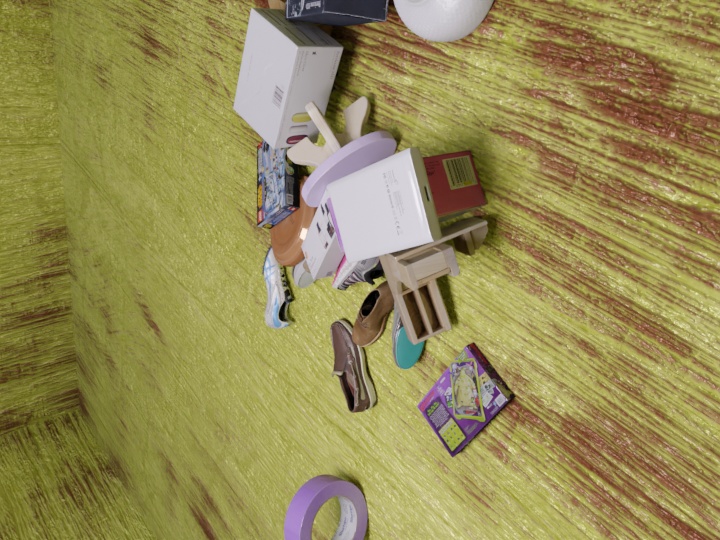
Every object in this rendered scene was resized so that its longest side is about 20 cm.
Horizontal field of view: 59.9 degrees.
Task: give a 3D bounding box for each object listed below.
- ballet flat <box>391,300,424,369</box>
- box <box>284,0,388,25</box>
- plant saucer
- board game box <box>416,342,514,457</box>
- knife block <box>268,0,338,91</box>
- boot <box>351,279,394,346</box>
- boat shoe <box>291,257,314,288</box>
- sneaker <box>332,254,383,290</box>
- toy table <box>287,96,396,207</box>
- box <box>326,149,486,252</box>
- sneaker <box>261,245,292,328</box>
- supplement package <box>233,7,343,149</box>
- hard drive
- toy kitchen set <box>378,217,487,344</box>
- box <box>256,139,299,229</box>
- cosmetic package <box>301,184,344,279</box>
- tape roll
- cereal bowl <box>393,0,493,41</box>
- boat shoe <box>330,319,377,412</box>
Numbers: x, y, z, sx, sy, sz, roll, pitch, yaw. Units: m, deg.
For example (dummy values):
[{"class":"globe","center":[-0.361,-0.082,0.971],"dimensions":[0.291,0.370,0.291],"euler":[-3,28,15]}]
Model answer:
[{"class":"ballet flat","center":[0.091,0.088,1.195],"dimensions":[0.064,0.066,0.204],"euler":[-124,35,-64]},{"class":"box","center":[-0.039,-0.524,1.047],"dimensions":[0.200,0.122,0.201],"euler":[-146,56,-60]},{"class":"plant saucer","center":[-0.150,-0.111,1.377],"dimensions":[0.199,0.032,0.205],"euler":[-24,61,52]},{"class":"board game box","center":[0.187,0.240,1.142],"dimensions":[0.121,0.032,0.201],"euler":[50,135,22]},{"class":"knife block","center":[-0.121,-0.439,1.270],"dimensions":[0.200,0.063,0.178],"euler":[42,130,34]},{"class":"boot","center":[0.015,0.091,1.267],"dimensions":[0.074,0.075,0.201],"euler":[52,137,22]},{"class":"boat shoe","center":[-0.092,-0.019,1.361],"dimensions":[0.069,0.074,0.201],"euler":[59,138,26]},{"class":"sneaker","center":[0.000,0.000,1.253],"dimensions":[0.200,0.086,0.075],"euler":[124,166,-64]},{"class":"toy table","center":[-0.042,-0.225,1.166],"dimensions":[0.118,0.197,0.184],"euler":[60,178,21]},{"class":"box","center":[0.074,-0.115,1.048],"dimensions":[0.199,0.174,0.099],"euler":[-20,87,51]},{"class":"sneaker","center":[-0.198,0.040,1.527],"dimensions":[0.071,0.072,0.205],"euler":[0,97,15]},{"class":"supplement package","center":[-0.141,-0.362,1.183],"dimensions":[0.156,0.110,0.202],"euler":[45,133,29]},{"class":"hard drive","center":[0.031,-0.092,0.946],"dimensions":[0.198,0.026,0.135],"euler":[-13,92,51]},{"class":"toy kitchen set","center":[0.148,0.026,1.041],"dimensions":[0.200,0.160,0.184],"euler":[-141,30,-77]},{"class":"box","center":[-0.186,-0.211,1.392],"dimensions":[0.136,0.039,0.204],"euler":[-25,63,51]},{"class":"cosmetic package","center":[-0.059,-0.072,1.204],"dimensions":[0.084,0.050,0.201],"euler":[68,151,26]},{"class":"tape roll","center":[-0.077,0.579,1.434],"dimensions":[0.065,0.198,0.205],"euler":[-1,101,50]},{"class":"cereal bowl","center":[0.114,-0.460,0.964],"dimensions":[0.198,0.082,0.205],"euler":[18,115,46]},{"class":"boat shoe","center":[-0.029,0.208,1.356],"dimensions":[0.074,0.074,0.206],"euler":[-33,76,49]}]
